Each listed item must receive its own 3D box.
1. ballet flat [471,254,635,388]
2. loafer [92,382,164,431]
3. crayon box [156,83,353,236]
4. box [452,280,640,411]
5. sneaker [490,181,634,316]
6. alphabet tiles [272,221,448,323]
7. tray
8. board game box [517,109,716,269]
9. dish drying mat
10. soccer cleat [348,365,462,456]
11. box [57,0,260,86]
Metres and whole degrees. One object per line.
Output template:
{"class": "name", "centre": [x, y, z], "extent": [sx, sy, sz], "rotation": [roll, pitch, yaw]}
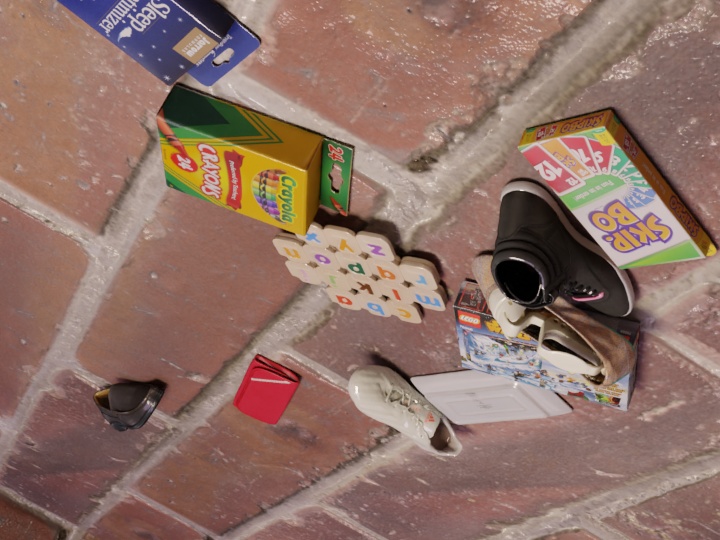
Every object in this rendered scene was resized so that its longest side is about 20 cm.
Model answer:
{"class": "ballet flat", "centre": [0.187, 0.053, 1.247], "extent": [0.200, 0.067, 0.068], "rotation": [32, 142, 18]}
{"class": "loafer", "centre": [-0.383, 0.216, 1.986], "extent": [0.072, 0.073, 0.200], "rotation": [40, 147, -16]}
{"class": "crayon box", "centre": [-0.110, -0.109, 1.270], "extent": [0.200, 0.051, 0.127], "rotation": [19, 150, 9]}
{"class": "box", "centre": [0.207, 0.084, 1.353], "extent": [0.200, 0.040, 0.137], "rotation": [14, 150, 18]}
{"class": "sneaker", "centre": [0.193, 0.011, 1.185], "extent": [0.071, 0.099, 0.200], "rotation": [-13, 134, 46]}
{"class": "alphabet tiles", "centre": [0.000, 0.000, 1.390], "extent": [0.200, 0.015, 0.196], "rotation": [11, 153, 23]}
{"class": "tray", "centre": [0.160, 0.164, 1.536], "extent": [0.107, 0.022, 0.200], "rotation": [43, 146, -27]}
{"class": "board game box", "centre": [0.237, -0.064, 1.106], "extent": [0.095, 0.030, 0.200], "rotation": [-9, 139, 46]}
{"class": "dish drying mat", "centre": [-0.142, 0.182, 1.798], "extent": [0.077, 0.018, 0.200], "rotation": [25, 151, -2]}
{"class": "soccer cleat", "centre": [0.062, 0.184, 1.591], "extent": [0.078, 0.069, 0.200], "rotation": [19, 164, 50]}
{"class": "box", "centre": [-0.201, -0.244, 1.139], "extent": [0.200, 0.032, 0.121], "rotation": [36, 149, -20]}
